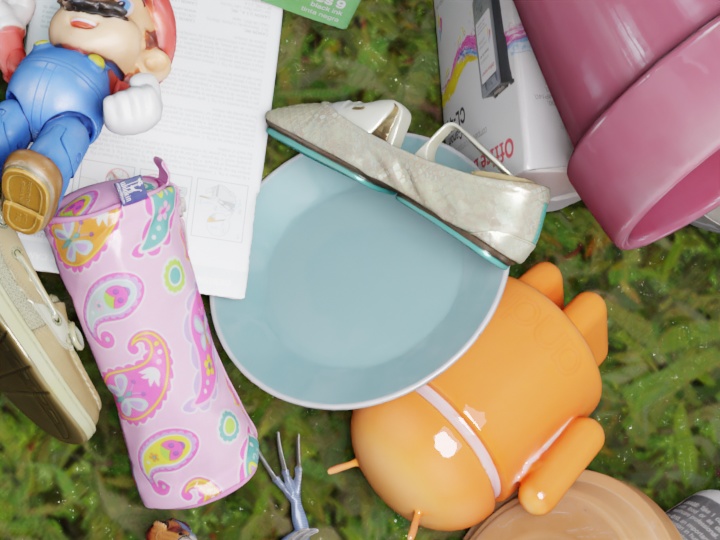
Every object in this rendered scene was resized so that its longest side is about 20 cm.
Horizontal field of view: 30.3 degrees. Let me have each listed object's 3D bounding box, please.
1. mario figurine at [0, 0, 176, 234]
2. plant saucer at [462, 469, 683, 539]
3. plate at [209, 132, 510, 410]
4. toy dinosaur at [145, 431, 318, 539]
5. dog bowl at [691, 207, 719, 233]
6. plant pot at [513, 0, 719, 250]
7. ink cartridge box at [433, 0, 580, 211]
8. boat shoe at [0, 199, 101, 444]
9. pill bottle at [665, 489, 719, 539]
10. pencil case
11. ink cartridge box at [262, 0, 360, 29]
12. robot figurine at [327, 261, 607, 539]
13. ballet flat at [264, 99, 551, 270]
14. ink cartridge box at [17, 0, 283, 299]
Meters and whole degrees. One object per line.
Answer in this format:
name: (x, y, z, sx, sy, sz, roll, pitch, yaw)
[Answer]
mario figurine: (-0.168, -0.120, 0.745, 0.123, 0.106, 0.201, 38, 44, -16)
plant saucer: (0.115, 0.218, 0.806, 0.032, 0.199, 0.202, 27, 75, -37)
plate: (0.000, 0.000, 0.845, 0.198, 0.026, 0.202, -9, 57, 14)
toy dinosaur: (-0.044, 0.208, 0.822, 0.179, 0.105, 0.203, 2, 92, 3)
dog bowl: (0.277, -0.118, 0.966, 0.198, 0.059, 0.203, 2, 82, -16)
plant pot: (0.174, -0.140, 0.730, 0.199, 0.200, 0.180, -28, 76, -17)
ink cartridge box: (0.110, -0.149, 0.878, 0.085, 0.148, 0.203, -1, 82, -15)
boat shoe: (-0.202, 0.007, 0.762, 0.063, 0.073, 0.202, -40, 101, -33)
pill bottle: (0.219, 0.217, 0.876, 0.199, 0.113, 0.114, -28, 90, -16)
pencil case: (-0.122, 0.039, 0.791, 0.087, 0.087, 0.202, -20, 106, -17)
ink cartridge box: (-0.002, -0.273, 0.817, 0.083, 0.200, 0.147, 18, 57, -12)
robot figurine: (0.073, 0.083, 0.852, 0.200, 0.117, 0.144, -41, 94, -20)
ballet flat: (0.031, -0.069, 0.819, 0.199, 0.067, 0.063, 31, 96, 22)
ink cartridge box: (-0.142, -0.092, 0.856, 0.161, 0.057, 0.203, 8, 87, -14)
